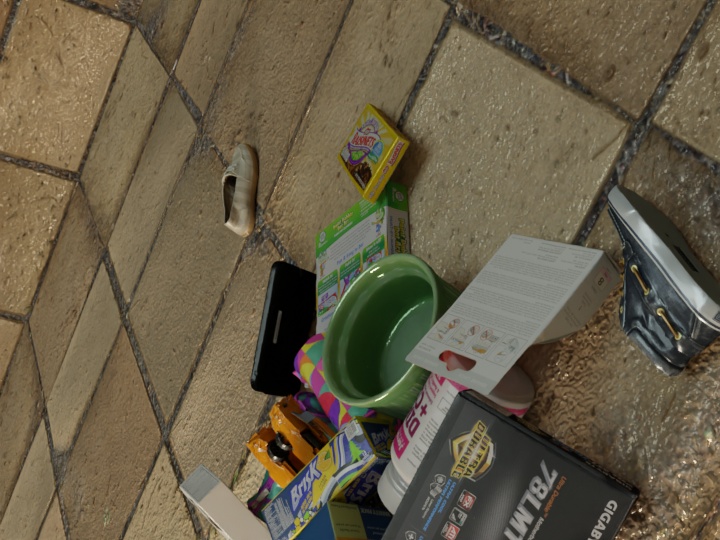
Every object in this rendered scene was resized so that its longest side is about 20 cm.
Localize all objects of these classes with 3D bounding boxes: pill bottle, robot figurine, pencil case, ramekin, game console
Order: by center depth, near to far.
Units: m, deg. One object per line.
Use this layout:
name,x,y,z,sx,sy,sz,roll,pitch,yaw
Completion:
pill bottle,0.104,0.191,1.174,0.201,0.113,0.114,-63,32,21
ramekin,0.053,0.089,1.286,0.199,0.097,0.201,-31,44,35
robot figurine,-0.056,0.269,1.384,0.200,0.058,0.145,44,127,10
pencil case,-0.021,0.169,1.414,0.200,0.088,0.089,46,117,52
pencil case,-0.092,0.276,1.486,0.085,0.092,0.201,35,107,40
game console,-0.143,0.095,1.638,0.116,0.176,0.202,4,80,31

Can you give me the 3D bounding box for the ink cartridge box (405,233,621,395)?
ink cartridge box,0.163,0.052,1.114,0.200,0.057,0.162,-52,28,-12

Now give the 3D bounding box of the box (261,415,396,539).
box,-0.033,0.269,1.286,0.200,0.070,0.065,-47,52,24

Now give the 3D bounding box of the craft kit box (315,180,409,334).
craft kit box,0.000,0.000,1.505,0.200,0.048,0.199,-34,52,49

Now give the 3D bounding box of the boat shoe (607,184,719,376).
boat shoe,0.277,0.006,1.004,0.091,0.070,0.201,-53,39,27

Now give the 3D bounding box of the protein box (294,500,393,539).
protein box,-0.012,0.425,1.245,0.199,0.134,0.201,-54,36,31

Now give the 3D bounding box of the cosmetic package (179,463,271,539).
cosmetic package,-0.172,0.372,1.484,0.051,0.200,0.082,-44,25,-15

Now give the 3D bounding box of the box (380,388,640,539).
box,0.141,0.252,1.019,0.198,0.050,0.201,31,98,21

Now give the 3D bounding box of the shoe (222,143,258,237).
shoe,-0.232,-0.160,1.953,0.070,0.053,0.201,-39,46,46

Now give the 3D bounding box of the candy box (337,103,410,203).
candy box,0.016,-0.177,1.526,0.103,0.026,0.200,-57,22,13
